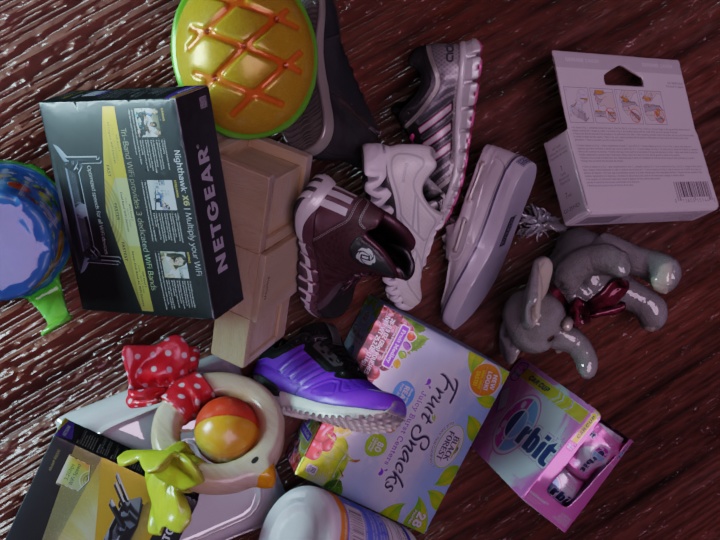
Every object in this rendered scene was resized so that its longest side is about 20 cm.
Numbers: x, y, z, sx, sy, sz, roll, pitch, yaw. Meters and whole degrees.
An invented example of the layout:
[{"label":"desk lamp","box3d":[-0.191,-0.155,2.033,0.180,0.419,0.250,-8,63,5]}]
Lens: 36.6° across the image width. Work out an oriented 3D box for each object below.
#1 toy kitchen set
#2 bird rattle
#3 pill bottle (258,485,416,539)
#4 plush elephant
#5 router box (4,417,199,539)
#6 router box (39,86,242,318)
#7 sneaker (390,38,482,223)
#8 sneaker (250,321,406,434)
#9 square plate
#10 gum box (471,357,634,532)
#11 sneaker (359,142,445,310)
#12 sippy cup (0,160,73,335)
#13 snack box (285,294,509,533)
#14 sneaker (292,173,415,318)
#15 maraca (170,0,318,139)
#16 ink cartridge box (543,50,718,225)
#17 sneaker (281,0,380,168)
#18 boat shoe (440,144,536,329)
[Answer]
[{"label":"toy kitchen set","box3d":[-0.131,-0.051,1.097,0.179,0.163,0.202,22,119,20]},{"label":"bird rattle","box3d":[-0.154,0.154,1.054,0.161,0.201,0.114,2,130,-6]},{"label":"pill bottle","box3d":[-0.004,0.308,1.146,0.199,0.112,0.113,34,90,-40]},{"label":"plush elephant","box3d":[0.222,0.037,1.158,0.198,0.165,0.156,30,76,11]},{"label":"router box","box3d":[-0.272,0.273,1.097,0.156,0.052,0.202,25,100,-8]},{"label":"router box","box3d":[-0.198,-0.061,0.989,0.155,0.052,0.203,4,112,28]},{"label":"sneaker","box3d":[0.072,-0.143,1.133,0.086,0.074,0.203,9,109,4]},{"label":"sneaker","box3d":[-0.034,0.101,1.093,0.069,0.198,0.101,29,71,-48]},{"label":"square plate","box3d":[-0.191,0.210,1.144,0.196,0.028,0.202,-21,103,-11]},{"label":"gum box","box3d":[0.193,0.179,1.147,0.066,0.200,0.114,38,90,-17]},{"label":"sneaker","box3d":[0.051,-0.042,1.109,0.080,0.076,0.202,-10,130,1]},{"label":"sippy cup","box3d":[-0.334,-0.030,1.013,0.176,0.130,0.141,23,93,-17]},{"label":"snack box","box3d":[0.040,0.154,1.173,0.167,0.068,0.202,28,93,-17]},{"label":"sneaker","box3d":[0.000,0.000,1.058,0.114,0.201,0.076,22,61,19]},{"label":"maraca","box3d":[-0.111,-0.223,1.010,0.135,0.107,0.203,-12,95,-9]},{"label":"ink cartridge box","box3d":[0.284,-0.141,1.171,0.198,0.045,0.179,-3,75,-32]},{"label":"sneaker","box3d":[-0.038,-0.203,1.101,0.106,0.074,0.203,13,70,-57]},{"label":"boat shoe","box3d":[0.120,-0.036,1.163,0.065,0.072,0.202,30,117,24]}]
